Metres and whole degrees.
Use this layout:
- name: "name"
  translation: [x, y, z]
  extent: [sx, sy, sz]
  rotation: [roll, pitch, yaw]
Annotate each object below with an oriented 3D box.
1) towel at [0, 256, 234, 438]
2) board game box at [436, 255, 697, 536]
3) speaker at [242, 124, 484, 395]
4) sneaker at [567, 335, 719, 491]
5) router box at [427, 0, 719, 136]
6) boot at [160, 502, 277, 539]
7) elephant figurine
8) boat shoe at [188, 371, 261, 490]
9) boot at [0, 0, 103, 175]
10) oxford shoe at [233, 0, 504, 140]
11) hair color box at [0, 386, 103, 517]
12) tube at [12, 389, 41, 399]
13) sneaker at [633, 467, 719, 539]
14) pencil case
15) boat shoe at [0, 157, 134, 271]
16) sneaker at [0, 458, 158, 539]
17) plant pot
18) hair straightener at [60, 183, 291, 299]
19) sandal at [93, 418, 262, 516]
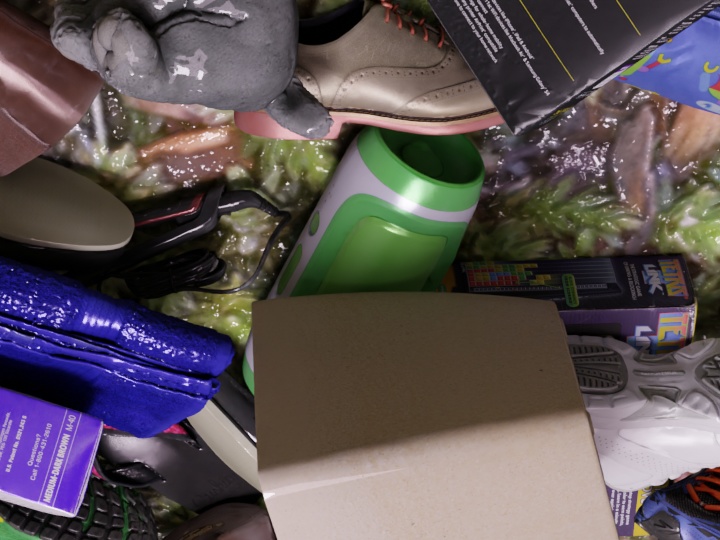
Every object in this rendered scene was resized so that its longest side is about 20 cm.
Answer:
- name: "towel"
  translation: [-0.191, 0.048, 1.341]
  extent: [0.199, 0.050, 0.148]
  rotation: [20, 153, -20]
- name: "board game box"
  translation: [0.124, 0.085, 1.472]
  extent: [0.165, 0.057, 0.201]
  rotation: [-2, 128, -5]
- name: "speaker"
  translation: [0.000, 0.000, 1.378]
  extent: [0.088, 0.089, 0.200]
  rotation: [18, 125, -17]
- name: "sneaker"
  translation: [0.194, 0.097, 1.415]
  extent: [0.199, 0.078, 0.100]
  rotation: [8, 134, 0]
- name: "router box"
  translation: [0.091, -0.193, 1.187]
  extent: [0.149, 0.051, 0.200]
  rotation: [-34, 87, 22]
- name: "boot"
  translation: [-0.123, 0.251, 1.565]
  extent: [0.186, 0.064, 0.200]
  rotation: [-26, 137, -1]
- name: "elephant figurine"
  translation: [-0.079, -0.193, 1.203]
  extent: [0.155, 0.141, 0.201]
  rotation: [3, 117, -43]
- name: "boat shoe"
  translation: [-0.040, 0.122, 1.458]
  extent: [0.201, 0.074, 0.063]
  rotation: [43, 76, -10]
- name: "boot"
  translation: [-0.266, -0.101, 1.289]
  extent: [0.186, 0.064, 0.200]
  rotation: [-38, 126, 24]
- name: "oxford shoe"
  translation: [0.026, -0.121, 1.296]
  extent: [0.199, 0.070, 0.075]
  rotation: [-6, 114, -7]
- name: "hair color box"
  translation: [-0.258, 0.087, 1.328]
  extent: [0.199, 0.109, 0.065]
  rotation: [17, 81, -12]
- name: "tube"
  translation: [-0.271, 0.060, 1.415]
  extent: [0.200, 0.050, 0.077]
  rotation: [32, 125, -19]
- name: "sneaker"
  translation: [0.244, 0.140, 1.476]
  extent: [0.200, 0.075, 0.079]
  rotation: [-12, 128, -54]
- name: "pencil case"
  translation: [0.172, -0.140, 1.281]
  extent: [0.199, 0.078, 0.087]
  rotation: [15, 155, -16]
- name: "boat shoe"
  translation: [-0.235, -0.030, 1.346]
  extent: [0.201, 0.074, 0.063]
  rotation: [9, 128, -5]
- name: "sneaker"
  translation: [-0.232, 0.168, 1.510]
  extent: [0.199, 0.078, 0.085]
  rotation: [8, 135, 1]
- name: "plant pot"
  translation: [0.050, 0.125, 1.294]
  extent: [0.176, 0.200, 0.201]
  rotation: [-14, 118, 4]
- name: "hair straightener"
  translation: [-0.136, 0.002, 1.385]
  extent: [0.199, 0.041, 0.077]
  rotation: [-15, 85, 1]
- name: "sandal"
  translation: [-0.144, 0.113, 1.481]
  extent: [0.200, 0.045, 0.075]
  rotation: [33, 119, -26]
